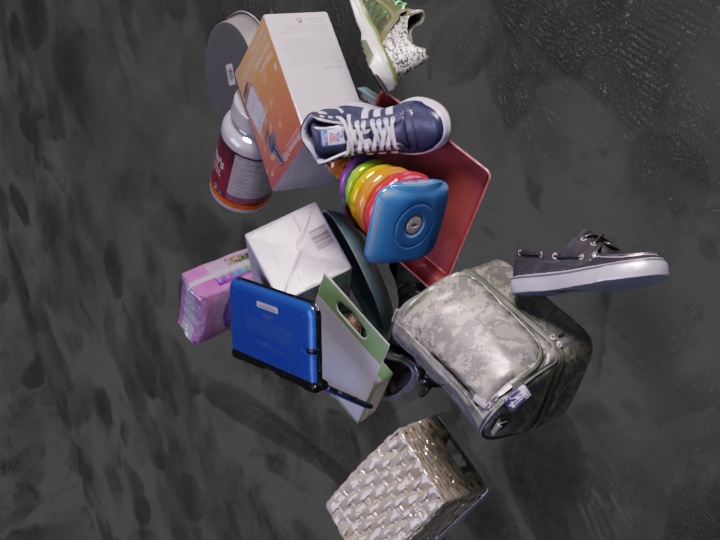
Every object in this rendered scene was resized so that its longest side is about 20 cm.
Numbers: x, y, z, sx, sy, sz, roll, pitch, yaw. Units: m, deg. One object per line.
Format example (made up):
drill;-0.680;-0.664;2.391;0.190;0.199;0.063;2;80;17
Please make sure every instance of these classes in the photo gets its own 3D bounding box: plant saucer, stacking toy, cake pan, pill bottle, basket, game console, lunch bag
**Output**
plant saucer;0.077;-0.103;1.240;0.200;0.036;0.202;42;133;27
stacking toy;0.015;-0.105;1.220;0.200;0.114;0.112;44;131;44
plant saucer;0.000;0.000;1.365;0.202;0.027;0.201;62;172;15
cake pan;-0.203;-0.328;1.584;0.199;0.036;0.204;26;123;48
pill bottle;-0.177;-0.196;1.524;0.110;0.108;0.201;55;145;26
basket;0.063;0.312;1.319;0.200;0.122;0.136;-49;61;26
game console;-0.083;0.101;1.325;0.198;0.117;0.174;15;111;46
lunch bag;0.150;0.098;1.121;0.200;0.166;0.141;46;137;35

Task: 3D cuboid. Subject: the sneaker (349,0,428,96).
sneaker;0.040;-0.320;1.221;0.077;0.087;0.203;55;-161;-61

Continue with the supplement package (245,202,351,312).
supplement package;-0.091;0.013;1.427;0.122;0.118;0.201;60;166;20

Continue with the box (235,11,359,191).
box;-0.088;-0.243;1.366;0.152;0.105;0.203;-45;60;56

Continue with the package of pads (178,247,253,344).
package of pads;-0.210;0.034;1.593;0.076;0.198;0.122;46;141;27

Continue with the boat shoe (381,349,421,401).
boat shoe;0.046;0.152;1.385;0.201;0.064;0.076;-23;84;56

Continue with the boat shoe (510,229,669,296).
boat shoe;0.245;-0.011;1.036;0.199;0.069;0.068;-10;77;54

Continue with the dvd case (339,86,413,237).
dvd case;0.029;-0.137;1.335;0.146;0.022;0.203;41;132;40

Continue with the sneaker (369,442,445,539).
sneaker;0.073;0.349;1.420;0.201;0.069;0.083;54;143;25

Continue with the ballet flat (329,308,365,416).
ballet flat;-0.033;0.145;1.482;0.071;0.064;0.203;-113;23;-56

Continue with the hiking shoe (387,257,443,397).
hiking shoe;0.077;0.065;1.274;0.076;0.099;0.203;-45;66;52

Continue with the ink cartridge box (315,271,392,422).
ink cartridge box;-0.014;0.104;1.340;0.146;0.048;0.202;47;142;22

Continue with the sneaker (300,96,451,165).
sneaker;0.011;-0.171;1.172;0.198;0.108;0.072;10;114;44
